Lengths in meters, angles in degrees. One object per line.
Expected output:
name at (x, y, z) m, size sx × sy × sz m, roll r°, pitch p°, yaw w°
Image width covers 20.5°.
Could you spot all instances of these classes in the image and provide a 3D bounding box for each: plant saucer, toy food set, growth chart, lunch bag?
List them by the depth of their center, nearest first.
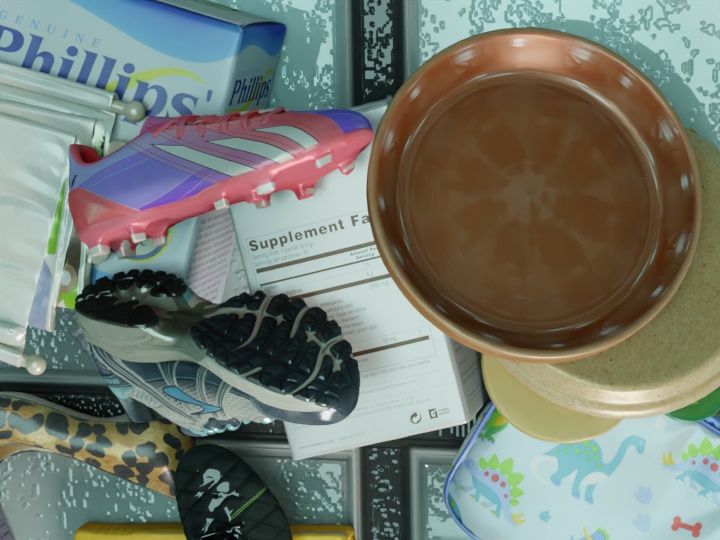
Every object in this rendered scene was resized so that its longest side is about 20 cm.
plant saucer at (0.101, -0.044, 1.168) m, size 0.198 × 0.032 × 0.202 m, roll 2°, pitch 74°, yaw -7°
toy food set at (0.158, -0.001, 1.206) m, size 0.196 × 0.049 × 0.202 m, roll -12°, pitch 73°, yaw -4°
growth chart at (-0.219, -0.034, 1.254) m, size 0.144 × 0.018 × 0.202 m, roll 24°, pitch 104°, yaw 9°
lunch bag at (0.167, 0.133, 1.255) m, size 0.199 × 0.082 × 0.162 m, roll 33°, pitch 105°, yaw 8°

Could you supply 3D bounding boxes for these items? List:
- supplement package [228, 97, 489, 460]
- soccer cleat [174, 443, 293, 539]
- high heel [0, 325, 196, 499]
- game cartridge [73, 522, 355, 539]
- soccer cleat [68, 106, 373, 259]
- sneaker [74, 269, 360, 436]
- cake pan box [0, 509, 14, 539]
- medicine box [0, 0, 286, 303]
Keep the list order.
supplement package at (0.000, 0.000, 1.256) m, size 0.119 × 0.121 × 0.202 m, roll -13°, pitch 94°, yaw 15°
soccer cleat at (-0.073, 0.211, 1.296) m, size 0.067 × 0.081 × 0.202 m, roll -20°, pitch 93°, yaw 17°
high heel at (-0.212, 0.141, 1.354) m, size 0.199 × 0.071 × 0.143 m, roll -36°, pitch 83°, yaw 7°
game cartridge at (-0.096, 0.261, 1.370) m, size 0.198 × 0.032 × 0.178 m, roll -1°, pitch 98°, yaw 17°
soccer cleat at (-0.088, -0.068, 1.175) m, size 0.198 × 0.067 × 0.077 m, roll -20°, pitch 80°, yaw 22°
sneaker at (-0.081, 0.061, 1.203) m, size 0.199 × 0.078 × 0.087 m, roll 17°, pitch 131°, yaw 32°
cake pan box at (-0.260, 0.266, 1.322) m, size 0.052 × 0.200 × 0.186 m, roll -24°, pitch 95°, yaw 14°
medicine box at (-0.166, -0.088, 1.295) m, size 0.180 × 0.103 × 0.202 m, roll 17°, pitch 103°, yaw 11°
